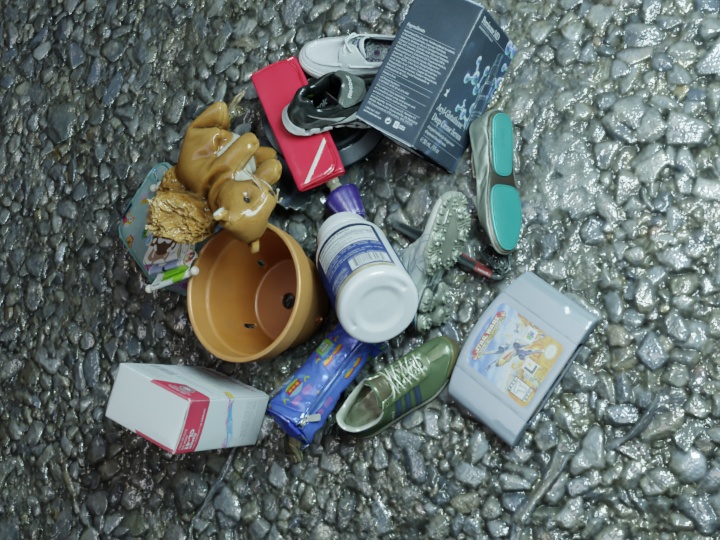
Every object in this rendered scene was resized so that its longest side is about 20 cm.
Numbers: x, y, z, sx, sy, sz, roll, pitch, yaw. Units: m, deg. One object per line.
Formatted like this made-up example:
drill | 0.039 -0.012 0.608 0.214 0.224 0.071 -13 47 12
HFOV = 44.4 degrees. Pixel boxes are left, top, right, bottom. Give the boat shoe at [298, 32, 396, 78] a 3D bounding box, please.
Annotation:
boat shoe | 0.004 -0.316 1.286 0.196 0.069 0.073 11 72 9

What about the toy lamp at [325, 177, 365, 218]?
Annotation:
toy lamp | -0.052 -0.154 1.335 0.058 0.058 0.202 -36 66 18

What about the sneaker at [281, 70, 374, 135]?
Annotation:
sneaker | -0.012 -0.243 1.242 0.196 0.091 0.068 -14 75 -16

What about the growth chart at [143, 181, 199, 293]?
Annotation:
growth chart | -0.288 -0.063 1.342 0.143 0.018 0.204 -24 58 36

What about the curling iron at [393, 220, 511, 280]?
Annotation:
curling iron | 0.128 -0.034 1.236 0.198 0.026 0.050 21 71 34

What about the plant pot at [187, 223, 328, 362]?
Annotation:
plant pot | -0.136 0.037 1.301 0.197 0.139 0.205 -5 80 28

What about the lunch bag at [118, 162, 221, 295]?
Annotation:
lunch bag | -0.306 -0.075 1.433 0.162 0.076 0.200 -54 52 15

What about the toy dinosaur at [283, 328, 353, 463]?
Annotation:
toy dinosaur | -0.058 0.192 1.288 0.087 0.047 0.204 17 87 36

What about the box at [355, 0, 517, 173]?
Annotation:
box | 0.107 -0.260 1.211 0.106 0.148 0.203 30 97 28

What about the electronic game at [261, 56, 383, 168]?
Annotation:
electronic game | -0.052 -0.242 1.324 0.195 0.042 0.204 -1 71 4

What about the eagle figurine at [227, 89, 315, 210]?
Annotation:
eagle figurine | -0.180 -0.150 1.382 0.201 0.150 0.151 53 153 -5

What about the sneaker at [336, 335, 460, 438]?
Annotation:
sneaker | 0.047 0.163 1.207 0.200 0.089 0.068 -42 64 16

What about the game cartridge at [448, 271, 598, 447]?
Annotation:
game cartridge | 0.205 0.111 1.162 0.132 0.041 0.202 36 99 24

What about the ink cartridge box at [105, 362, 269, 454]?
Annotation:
ink cartridge box | -0.251 0.200 1.302 0.146 0.199 0.087 19 91 29

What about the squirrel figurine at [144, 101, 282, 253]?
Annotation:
squirrel figurine | -0.197 -0.097 1.218 0.198 0.142 0.188 -32 51 7

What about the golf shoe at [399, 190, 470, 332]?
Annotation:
golf shoe | 0.085 -0.021 1.204 0.097 0.077 0.204 33 118 41

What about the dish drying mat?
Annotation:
dish drying mat | -0.092 -0.216 1.284 0.076 0.018 0.203 -23 75 0

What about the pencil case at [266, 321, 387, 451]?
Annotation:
pencil case | -0.045 0.148 1.229 0.201 0.078 0.087 -50 20 -12

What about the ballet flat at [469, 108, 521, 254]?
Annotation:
ballet flat | 0.181 -0.117 1.206 0.063 0.066 0.205 -16 72 54

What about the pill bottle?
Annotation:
pill bottle | 0.000 0.000 1.208 0.111 0.110 0.201 -48 31 13
